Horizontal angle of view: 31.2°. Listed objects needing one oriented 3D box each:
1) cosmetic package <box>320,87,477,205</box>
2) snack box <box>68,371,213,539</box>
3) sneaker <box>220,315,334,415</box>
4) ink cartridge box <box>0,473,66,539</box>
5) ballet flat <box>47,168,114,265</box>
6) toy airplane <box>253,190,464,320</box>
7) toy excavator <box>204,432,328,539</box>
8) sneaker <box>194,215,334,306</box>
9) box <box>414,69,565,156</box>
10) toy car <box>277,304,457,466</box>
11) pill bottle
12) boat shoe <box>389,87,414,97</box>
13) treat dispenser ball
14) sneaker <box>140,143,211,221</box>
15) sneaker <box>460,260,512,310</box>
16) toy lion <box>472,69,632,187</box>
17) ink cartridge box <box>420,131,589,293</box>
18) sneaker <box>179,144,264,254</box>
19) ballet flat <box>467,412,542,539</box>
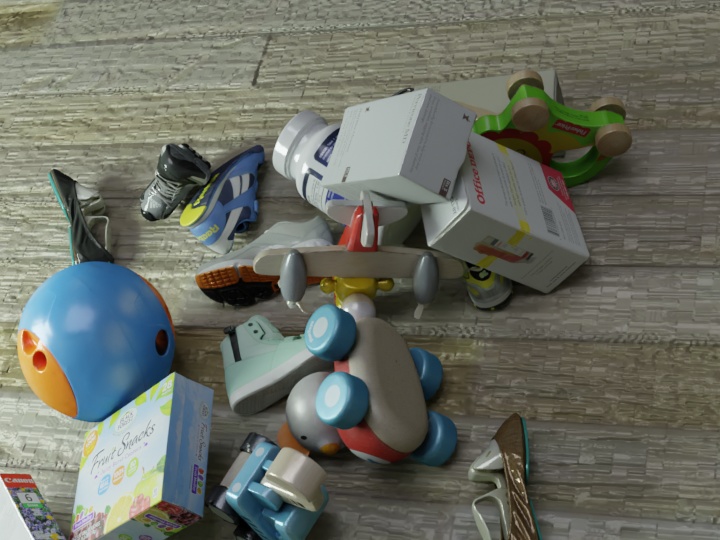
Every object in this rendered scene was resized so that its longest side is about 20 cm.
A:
[{"bbox_3d":[0.043,-0.141,1.536,0.199,0.080,0.114,-6,64,62],"label":"cosmetic package"},{"bbox_3d":[-0.262,0.241,1.534,0.199,0.067,0.171,-32,43,36],"label":"snack box"},{"bbox_3d":[-0.089,0.088,1.631,0.198,0.074,0.119,-25,56,4],"label":"sneaker"},{"bbox_3d":[-0.431,0.313,1.579,0.200,0.050,0.110,47,115,40],"label":"ink cartridge box"},{"bbox_3d":[-0.402,-0.073,1.885,0.067,0.068,0.202,-19,60,-7],"label":"ballet flat"},{"bbox_3d":[0.000,0.000,1.564,0.198,0.198,0.143,-19,60,32],"label":"toy airplane"},{"bbox_3d":[-0.081,0.246,1.422,0.198,0.195,0.100,10,55,43],"label":"toy excavator"},{"bbox_3d":[-0.126,-0.018,1.738,0.197,0.076,0.093,-12,43,2],"label":"sneaker"},{"bbox_3d":[0.174,-0.203,1.741,0.197,0.095,0.079,-5,53,19],"label":"box"},{"bbox_3d":[-0.023,0.171,1.518,0.199,0.183,0.179,-38,45,29],"label":"toy car"},{"bbox_3d":[-0.014,-0.123,1.710,0.199,0.116,0.116,34,71,21],"label":"pill bottle"},{"bbox_3d":[0.011,-0.181,1.806,0.199,0.061,0.074,-35,52,-6],"label":"boat shoe"},{"bbox_3d":[-0.335,0.091,1.641,0.198,0.202,0.203,-10,52,13],"label":"treat dispenser ball"},{"bbox_3d":[-0.268,-0.114,1.809,0.075,0.200,0.116,39,95,-2],"label":"sneaker"},{"bbox_3d":[0.140,-0.045,1.646,0.075,0.077,0.201,-26,50,1],"label":"sneaker"},{"bbox_3d":[0.219,-0.154,1.652,0.197,0.192,0.069,13,48,-20],"label":"toy lion"},{"bbox_3d":[0.168,-0.076,1.575,0.083,0.198,0.147,-43,41,35],"label":"ink cartridge box"},{"bbox_3d":[-0.181,-0.101,1.819,0.074,0.082,0.201,-26,24,42],"label":"sneaker"},{"bbox_3d":[0.157,0.248,1.424,0.071,0.068,0.202,0,57,-6],"label":"ballet flat"}]
